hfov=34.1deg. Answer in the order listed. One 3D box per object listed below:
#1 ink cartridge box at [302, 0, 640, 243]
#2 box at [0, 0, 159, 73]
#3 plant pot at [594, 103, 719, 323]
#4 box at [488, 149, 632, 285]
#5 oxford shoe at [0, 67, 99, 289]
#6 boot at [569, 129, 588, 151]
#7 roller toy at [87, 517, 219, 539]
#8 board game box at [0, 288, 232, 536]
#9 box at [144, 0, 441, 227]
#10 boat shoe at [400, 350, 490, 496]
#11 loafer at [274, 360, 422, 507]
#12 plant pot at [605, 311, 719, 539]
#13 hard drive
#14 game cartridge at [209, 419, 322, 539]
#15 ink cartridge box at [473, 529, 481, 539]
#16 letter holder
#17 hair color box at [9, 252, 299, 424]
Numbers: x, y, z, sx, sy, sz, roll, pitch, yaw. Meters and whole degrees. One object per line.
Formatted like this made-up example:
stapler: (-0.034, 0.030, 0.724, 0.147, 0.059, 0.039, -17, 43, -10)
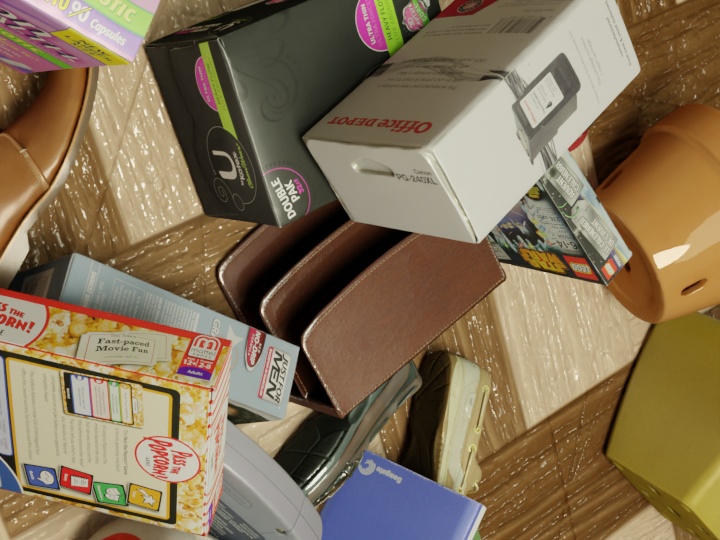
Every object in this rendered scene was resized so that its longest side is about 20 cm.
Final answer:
ink cartridge box: (0.079, -0.118, 0.840, 0.200, 0.145, 0.084, -45, 122, -23)
box: (-0.234, -0.207, 0.727, 0.175, 0.199, 0.098, 28, 79, -34)
plant pot: (0.309, -0.040, 1.146, 0.139, 0.200, 0.201, -31, 113, -11)
box: (0.120, -0.061, 0.992, 0.040, 0.199, 0.137, -47, 118, -17)
oxford shoe: (-0.245, -0.074, 0.817, 0.071, 0.071, 0.201, 31, 79, -28)
boot: (0.152, -0.161, 1.085, 0.199, 0.072, 0.146, -31, 114, -32)
roller toy: (-0.142, 0.283, 0.856, 0.139, 0.199, 0.184, 38, 68, -33)
board game box: (-0.188, 0.093, 0.778, 0.047, 0.198, 0.153, -74, 175, -49)
box: (-0.037, -0.142, 0.918, 0.199, 0.124, 0.150, -28, 111, -29)
boat shoe: (0.078, 0.177, 1.068, 0.066, 0.074, 0.202, 15, 87, -30)
loafer: (-0.012, 0.148, 1.003, 0.063, 0.072, 0.201, 48, 67, -27)
plant pot: (0.378, 0.183, 1.218, 0.177, 0.200, 0.200, -50, 120, -6)
hard drive: (0.006, 0.265, 0.996, 0.201, 0.131, 0.025, -63, 151, -12)
game cartridge: (-0.123, 0.156, 0.888, 0.200, 0.132, 0.042, 48, 42, -29)
ink cartridge box: (0.065, 0.329, 1.084, 0.199, 0.059, 0.105, -32, 113, -28)
letter holder: (0.000, 0.000, 0.978, 0.199, 0.100, 0.143, -38, 113, -26)
hair color box: (-0.154, 0.057, 0.869, 0.199, 0.099, 0.061, 25, 66, -34)
